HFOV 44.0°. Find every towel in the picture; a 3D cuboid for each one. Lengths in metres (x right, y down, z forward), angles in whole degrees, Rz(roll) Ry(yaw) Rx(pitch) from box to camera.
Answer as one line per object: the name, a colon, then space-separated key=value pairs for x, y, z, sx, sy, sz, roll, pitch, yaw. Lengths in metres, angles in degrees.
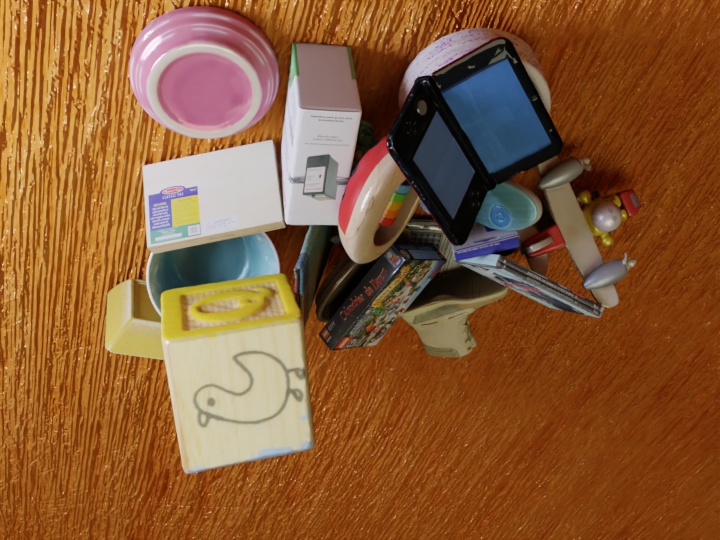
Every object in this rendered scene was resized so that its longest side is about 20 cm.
towel: x=0.080 y=-0.010 z=1.493 sx=0.190 sy=0.035 sz=0.201 roll=3 pitch=137 yaw=-12
towel: x=-0.068 y=-0.030 z=1.334 sx=0.021 sy=0.201 sz=0.148 roll=11 pitch=138 yaw=7

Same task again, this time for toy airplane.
toy airplane: x=0.332 y=-0.069 z=1.345 sx=0.198 sy=0.201 sz=0.141 roll=24 pitch=164 yaw=-16

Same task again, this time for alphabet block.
alphabet block: x=-0.176 y=0.138 z=1.269 sx=0.193 sy=0.196 sz=0.202 roll=-10 pitch=110 yaw=-12

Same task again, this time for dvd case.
dvd case: x=0.255 y=0.019 z=1.366 sx=0.198 sy=0.146 sz=0.022 roll=26 pitch=85 yaw=-20

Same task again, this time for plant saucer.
plant saucer: x=0.000 y=0.000 z=1.381 sx=0.200 sy=0.029 sz=0.200 roll=-42 pitch=167 yaw=-12
plant saucer: x=-0.206 y=-0.249 z=1.180 sx=0.198 sy=0.051 sz=0.202 roll=-4 pitch=137 yaw=-4
plant saucer: x=-0.302 y=0.074 z=1.426 sx=0.198 sy=0.200 sz=0.049 roll=10 pitch=112 yaw=-19

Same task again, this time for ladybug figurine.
ladybug figurine: x=0.028 y=-0.104 z=1.186 sx=0.135 sy=0.072 sz=0.201 roll=-14 pitch=137 yaw=-56

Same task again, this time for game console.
game console: x=0.148 y=-0.156 z=1.121 sx=0.118 sy=0.173 sz=0.200 roll=-1 pitch=140 yaw=40

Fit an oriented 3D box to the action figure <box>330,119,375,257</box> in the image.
action figure: x=-0.008 y=-0.133 z=1.313 sx=0.054 sy=0.119 sz=0.202 roll=11 pitch=127 yaw=-3

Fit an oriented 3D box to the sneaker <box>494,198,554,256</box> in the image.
sneaker: x=0.255 y=-0.059 z=1.455 sx=0.198 sy=0.076 sz=0.115 roll=-14 pitch=173 yaw=-22

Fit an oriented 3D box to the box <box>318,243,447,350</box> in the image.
box: x=0.037 y=0.043 z=1.425 sx=0.201 sy=0.038 sz=0.136 roll=-51 pitch=155 yaw=23

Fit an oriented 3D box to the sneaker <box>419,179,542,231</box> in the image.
sneaker: x=0.196 y=-0.121 z=1.303 sx=0.198 sy=0.130 sz=0.080 roll=16 pitch=122 yaw=35

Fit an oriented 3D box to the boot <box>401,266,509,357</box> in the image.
boot: x=0.176 y=0.076 z=1.520 sx=0.198 sy=0.073 sz=0.155 roll=-16 pitch=134 yaw=21

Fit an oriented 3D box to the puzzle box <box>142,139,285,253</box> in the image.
puzzle box: x=-0.211 y=-0.106 z=1.274 sx=0.197 sy=0.135 sz=0.025 roll=-10 pitch=158 yaw=4

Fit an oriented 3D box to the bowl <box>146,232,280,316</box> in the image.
bowl: x=-0.228 y=-0.008 z=1.367 sx=0.198 sy=0.105 sz=0.203 roll=-5 pitch=111 yaw=-13

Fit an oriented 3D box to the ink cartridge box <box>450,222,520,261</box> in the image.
ink cartridge box: x=0.179 y=-0.064 z=1.331 sx=0.098 sy=0.200 sz=0.040 roll=-13 pitch=114 yaw=7

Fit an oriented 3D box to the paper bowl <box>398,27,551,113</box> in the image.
paper bowl: x=0.150 y=-0.236 z=1.208 sx=0.198 sy=0.105 sz=0.202 roll=-4 pitch=137 yaw=-4

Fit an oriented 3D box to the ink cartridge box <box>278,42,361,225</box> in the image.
ink cartridge box: x=-0.059 y=-0.181 z=1.206 sx=0.083 sy=0.147 sz=0.201 roll=1 pitch=138 yaw=-11
